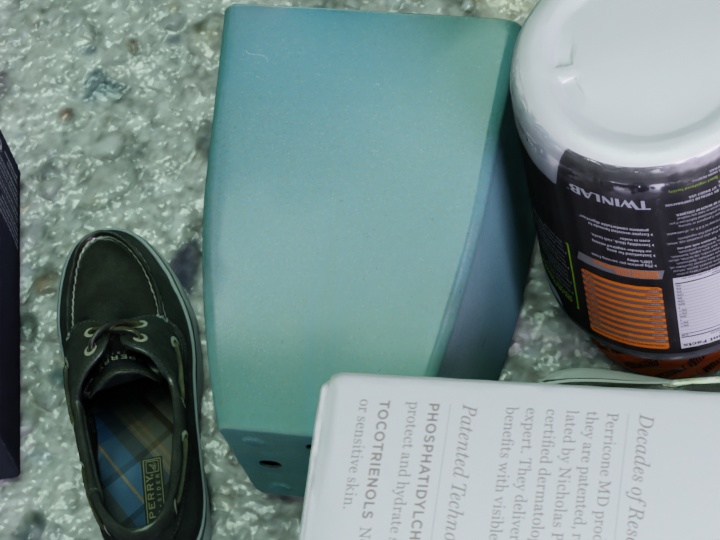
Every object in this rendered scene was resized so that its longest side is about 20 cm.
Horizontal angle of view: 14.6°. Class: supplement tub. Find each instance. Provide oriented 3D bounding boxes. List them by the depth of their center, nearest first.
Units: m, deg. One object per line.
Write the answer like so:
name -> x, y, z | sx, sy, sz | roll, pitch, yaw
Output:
supplement tub -> 0.136, -0.040, 1.266 | 0.122, 0.200, 0.123 | -4, 59, 7

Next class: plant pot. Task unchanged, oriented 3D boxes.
plant pot -> 0.000, 0.000, 1.307 | 0.141, 0.141, 0.201 | 5, 67, 13

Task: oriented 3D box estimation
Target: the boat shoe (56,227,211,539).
boat shoe -> -0.108, 0.056, 1.336 | 0.068, 0.057, 0.200 | -15, 57, 1

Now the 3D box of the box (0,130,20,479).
box -> -0.273, 0.013, 1.365 | 0.199, 0.104, 0.183 | -8, 57, 6

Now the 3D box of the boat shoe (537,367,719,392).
boat shoe -> 0.163, 0.080, 1.255 | 0.199, 0.064, 0.071 | -2, 100, 16

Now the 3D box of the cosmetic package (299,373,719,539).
cosmetic package -> 0.083, 0.157, 1.164 | 0.199, 0.168, 0.167 | 2, 59, 11
